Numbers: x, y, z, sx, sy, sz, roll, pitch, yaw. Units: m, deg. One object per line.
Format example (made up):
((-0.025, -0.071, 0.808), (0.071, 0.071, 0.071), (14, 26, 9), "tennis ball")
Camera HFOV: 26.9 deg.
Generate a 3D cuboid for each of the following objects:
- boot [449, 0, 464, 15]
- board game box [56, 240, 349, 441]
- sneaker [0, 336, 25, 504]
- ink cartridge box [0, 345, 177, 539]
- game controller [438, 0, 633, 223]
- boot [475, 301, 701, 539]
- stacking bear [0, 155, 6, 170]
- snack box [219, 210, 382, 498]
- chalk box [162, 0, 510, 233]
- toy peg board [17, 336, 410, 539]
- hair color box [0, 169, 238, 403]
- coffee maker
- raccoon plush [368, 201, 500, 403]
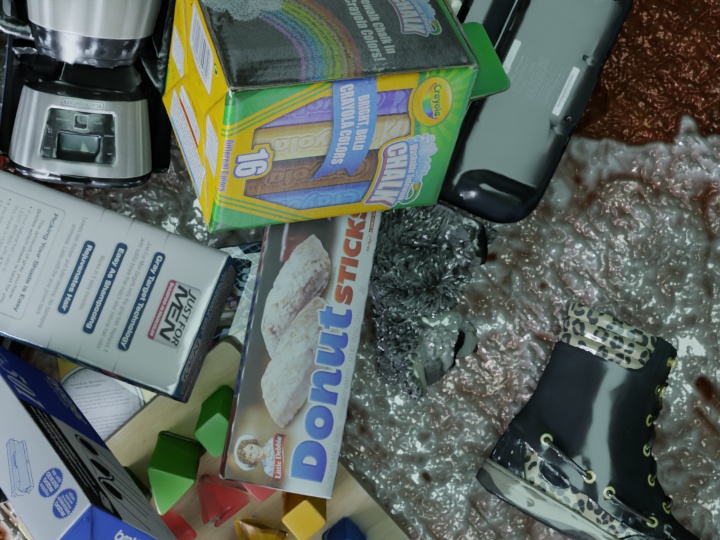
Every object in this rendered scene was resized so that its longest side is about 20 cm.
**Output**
((0.030, -0.154, 1.060), (0.154, 0.072, 0.201), (-19, 89, 1), "boot")
((-0.115, 0.053, 1.074), (0.199, 0.035, 0.136), (-8, 90, 0), "board game box")
((-0.278, 0.063, 1.056), (0.080, 0.074, 0.201), (-7, 75, 34), "sneaker")
((-0.192, 0.118, 0.941), (0.044, 0.094, 0.200), (-48, 46, 0), "ink cartridge box")
((0.105, -0.134, 1.008), (0.104, 0.042, 0.201), (24, 95, -11), "game controller")
((0.201, 0.127, 1.058), (0.203, 0.073, 0.154), (25, 87, 0), "boot")
((-0.346, -0.051, 1.039), (0.200, 0.114, 0.122), (-30, 47, -11), "stacking bear")
((-0.037, 0.040, 0.963), (0.072, 0.024, 0.201), (12, 80, -12), "snack box")
((-0.009, -0.118, 0.937), (0.199, 0.124, 0.125), (-7, 51, -20), "chalk box")
((-0.101, 0.189, 1.020), (0.200, 0.098, 0.199), (-41, 98, 6), "toy peg board")
((-0.191, 0.006, 0.983), (0.199, 0.061, 0.100), (20, 80, 7), "hair color box")
((-0.170, -0.171, 1.023), (0.134, 0.192, 0.201), (14, 110, 14), "coffee maker")
((0.000, 0.000, 1.048), (0.199, 0.097, 0.134), (26, 94, 0), "raccoon plush")
